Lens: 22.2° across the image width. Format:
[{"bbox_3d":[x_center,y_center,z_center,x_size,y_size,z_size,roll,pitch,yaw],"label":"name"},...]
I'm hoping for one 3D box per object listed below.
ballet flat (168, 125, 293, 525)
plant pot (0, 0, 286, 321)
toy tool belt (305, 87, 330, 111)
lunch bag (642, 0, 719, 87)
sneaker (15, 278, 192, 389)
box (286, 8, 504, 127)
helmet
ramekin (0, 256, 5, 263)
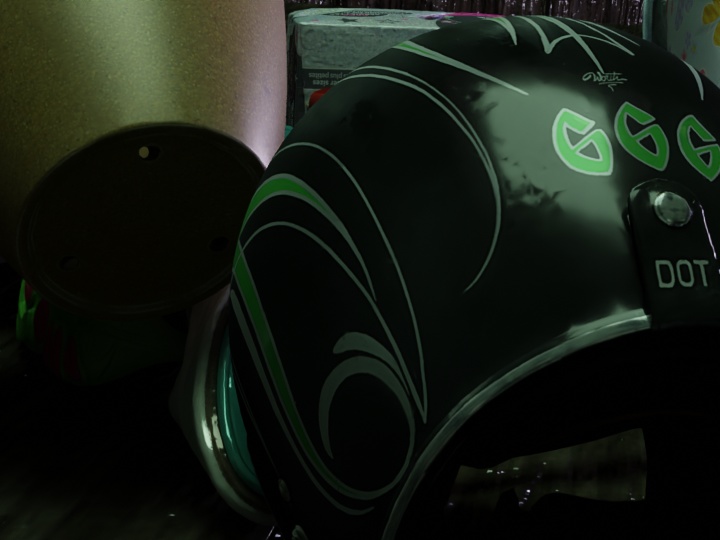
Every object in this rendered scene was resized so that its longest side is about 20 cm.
[{"bbox_3d":[-0.043,0.028,0.715,0.069,0.069,0.200,3,46,-1],"label":"ballet flat"},{"bbox_3d":[-0.104,-0.082,0.697,0.186,0.186,0.200,-2,43,-21],"label":"plant pot"},{"bbox_3d":[0.071,-0.058,1.094,0.200,0.123,0.125,-9,12,-17],"label":"toy tool belt"},{"bbox_3d":[0.230,-0.108,1.077,0.127,0.170,0.200,0,-11,1],"label":"lunch bag"},{"bbox_3d":[-0.106,0.015,0.834,0.084,0.077,0.200,16,11,-21],"label":"sneaker"},{"bbox_3d":[0.051,-0.105,1.227,0.200,0.132,0.115,1,11,-6],"label":"box"},{"bbox_3d":[0.049,0.017,0.584,0.200,0.200,0.191,-1,38,-18],"label":"helmet"},{"bbox_3d":[-0.184,-0.070,0.947,0.200,0.098,0.200,-13,-10,-2],"label":"ramekin"}]
